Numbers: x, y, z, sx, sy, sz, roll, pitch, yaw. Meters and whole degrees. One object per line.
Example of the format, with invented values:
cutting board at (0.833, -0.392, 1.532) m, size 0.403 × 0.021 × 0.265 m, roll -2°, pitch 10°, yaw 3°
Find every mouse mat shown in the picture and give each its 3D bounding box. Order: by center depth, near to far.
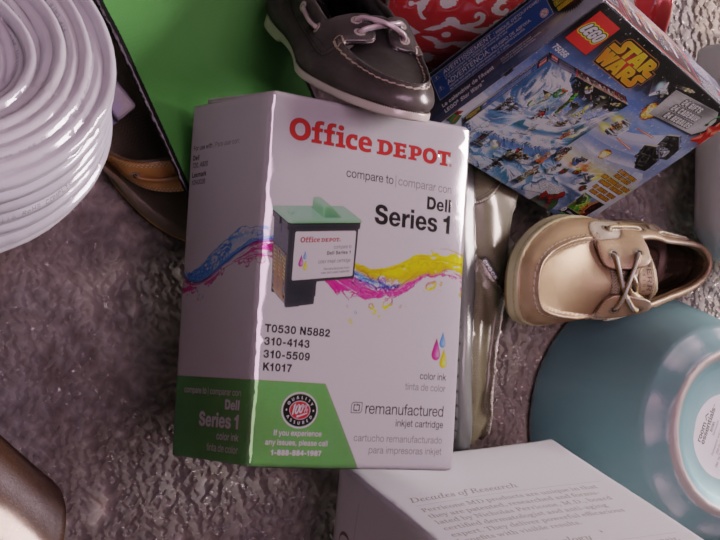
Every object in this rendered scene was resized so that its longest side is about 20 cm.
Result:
mouse mat at (-0.082, -0.118, 0.882) m, size 0.161 × 0.007 × 0.201 m, roll -37°, pitch 105°, yaw -54°

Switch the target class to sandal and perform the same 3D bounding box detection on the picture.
sandal at (-0.122, -0.083, 0.869) m, size 0.200 × 0.054 × 0.081 m, roll 43°, pitch 69°, yaw -25°

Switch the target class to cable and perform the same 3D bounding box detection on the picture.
cable at (-0.215, -0.092, 0.700) m, size 0.199 × 0.069 × 0.201 m, roll 15°, pitch 46°, yaw -15°

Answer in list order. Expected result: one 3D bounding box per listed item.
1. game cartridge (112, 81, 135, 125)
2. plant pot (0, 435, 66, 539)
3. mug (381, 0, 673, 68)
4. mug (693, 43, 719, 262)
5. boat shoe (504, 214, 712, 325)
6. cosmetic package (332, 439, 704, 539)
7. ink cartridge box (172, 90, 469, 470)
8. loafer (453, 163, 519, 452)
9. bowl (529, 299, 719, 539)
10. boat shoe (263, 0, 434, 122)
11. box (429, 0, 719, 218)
game cartridge at (-0.239, -0.077, 0.797) m, size 0.200 × 0.038 × 0.130 m, roll -41°, pitch 101°, yaw -11°
plant pot at (-0.265, 0.113, 0.712) m, size 0.198 × 0.200 × 0.201 m, roll 43°, pitch 68°, yaw -29°
mug at (0.088, -0.167, 0.954) m, size 0.199 × 0.133 × 0.179 m, roll -1°, pitch 86°, yaw -26°
mug at (0.327, -0.074, 1.078) m, size 0.185 × 0.149 × 0.154 m, roll 9°, pitch 90°, yaw -22°
boat shoe at (0.170, -0.002, 0.987) m, size 0.199 × 0.064 × 0.072 m, roll -13°, pitch 108°, yaw -48°
cosmetic package at (0.096, 0.220, 0.871) m, size 0.165 × 0.200 × 0.169 m, roll -3°, pitch 107°, yaw -29°
ink cartridge box at (-0.020, 0.009, 0.826) m, size 0.144 × 0.084 × 0.202 m, roll 6°, pitch 85°, yaw -36°
loafer at (0.079, 0.021, 0.966) m, size 0.069 × 0.075 × 0.202 m, roll 5°, pitch 84°, yaw -25°
bowl at (0.230, 0.112, 1.029) m, size 0.200 × 0.105 × 0.202 m, roll 2°, pitch 85°, yaw -30°
boat shoe at (-0.009, -0.142, 0.847) m, size 0.066 × 0.200 × 0.057 m, roll 6°, pitch 112°, yaw -25°
box at (0.140, -0.106, 0.937) m, size 0.200 × 0.137 × 0.040 m, roll 25°, pitch 37°, yaw -50°
